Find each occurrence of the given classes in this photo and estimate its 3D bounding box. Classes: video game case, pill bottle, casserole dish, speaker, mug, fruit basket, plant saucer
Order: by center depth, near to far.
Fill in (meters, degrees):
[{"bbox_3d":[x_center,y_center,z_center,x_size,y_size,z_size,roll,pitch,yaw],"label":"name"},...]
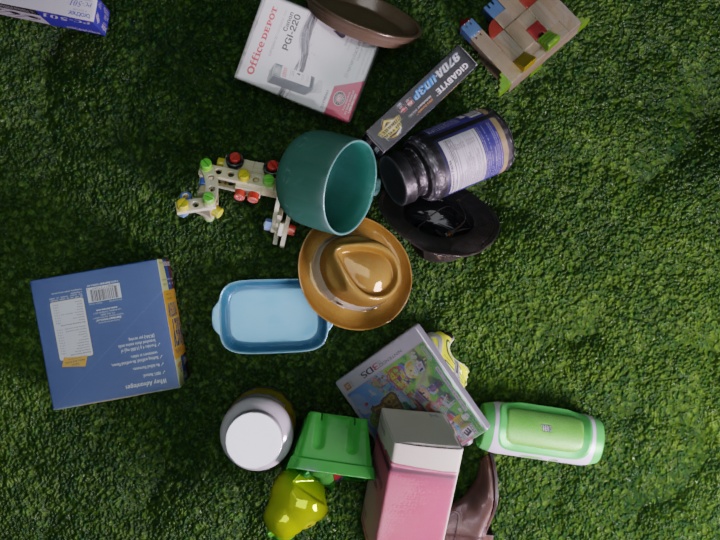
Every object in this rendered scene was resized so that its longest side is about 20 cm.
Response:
[{"bbox_3d":[-0.158,0.247,1.462,0.112,0.200,0.113,0,90,-2],"label":"pill bottle"},{"bbox_3d":[-0.065,0.329,1.470,0.155,0.216,0.216,9,90,-5],"label":"fruit basket"},{"bbox_3d":[-0.056,-0.134,1.479,0.114,0.185,0.152,17,69,28],"label":"mug"},{"bbox_3d":[0.001,-0.400,1.479,0.200,0.200,0.030,21,119,-4],"label":"plant saucer"},{"bbox_3d":[0.136,-0.178,1.498,0.200,0.112,0.112,-24,93,-18],"label":"pill bottle"},{"bbox_3d":[0.081,0.215,1.516,0.182,0.022,0.200,-38,85,25],"label":"video game case"},{"bbox_3d":[-0.143,0.074,1.543,0.199,0.039,0.122,-2,91,-5],"label":"casserole dish"},{"bbox_3d":[0.295,0.269,1.553,0.199,0.088,0.089,9,90,-4],"label":"speaker"}]

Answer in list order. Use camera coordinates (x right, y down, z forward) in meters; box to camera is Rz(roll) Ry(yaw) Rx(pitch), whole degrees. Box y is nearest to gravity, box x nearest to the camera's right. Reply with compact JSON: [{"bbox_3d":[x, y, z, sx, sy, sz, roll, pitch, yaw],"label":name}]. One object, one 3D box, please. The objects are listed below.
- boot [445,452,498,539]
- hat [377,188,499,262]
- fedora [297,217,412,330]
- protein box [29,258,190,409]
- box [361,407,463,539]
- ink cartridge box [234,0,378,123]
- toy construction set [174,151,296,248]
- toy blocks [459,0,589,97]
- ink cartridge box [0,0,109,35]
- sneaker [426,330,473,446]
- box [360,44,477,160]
[{"bbox_3d":[0.123,0.386,1.559,0.199,0.064,0.187,5,88,1],"label":"boot"},{"bbox_3d":[0.121,-0.068,1.531,0.200,0.201,0.081,8,135,-4],"label":"hat"},{"bbox_3d":[0.000,0.000,1.509,0.200,0.082,0.201,2,83,-18],"label":"fedora"},{"bbox_3d":[-0.388,0.096,1.478,0.198,0.135,0.201,-10,92,-4],"label":"protein box"},{"bbox_3d":[0.075,0.329,1.439,0.109,0.128,0.201,7,105,-10],"label":"box"},{"bbox_3d":[-0.084,-0.340,1.508,0.199,0.085,0.146,21,99,-2],"label":"ink cartridge box"},{"bbox_3d":[-0.189,-0.117,1.508,0.199,0.092,0.131,19,61,-14],"label":"toy construction set"},{"bbox_3d":[0.257,-0.398,1.543,0.200,0.100,0.137,-40,82,-2],"label":"toy blocks"},{"bbox_3d":[-0.506,-0.420,1.481,0.199,0.094,0.044,10,90,-4],"label":"ink cartridge box"},{"bbox_3d":[0.150,0.194,1.548,0.076,0.075,0.200,-23,96,-8],"label":"sneaker"},{"bbox_3d":[0.086,-0.262,1.492,0.200,0.159,0.046,-44,94,-2],"label":"box"}]
